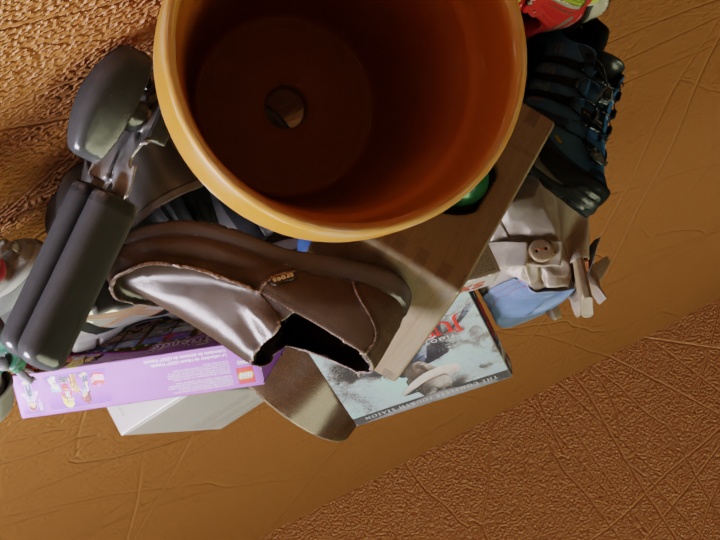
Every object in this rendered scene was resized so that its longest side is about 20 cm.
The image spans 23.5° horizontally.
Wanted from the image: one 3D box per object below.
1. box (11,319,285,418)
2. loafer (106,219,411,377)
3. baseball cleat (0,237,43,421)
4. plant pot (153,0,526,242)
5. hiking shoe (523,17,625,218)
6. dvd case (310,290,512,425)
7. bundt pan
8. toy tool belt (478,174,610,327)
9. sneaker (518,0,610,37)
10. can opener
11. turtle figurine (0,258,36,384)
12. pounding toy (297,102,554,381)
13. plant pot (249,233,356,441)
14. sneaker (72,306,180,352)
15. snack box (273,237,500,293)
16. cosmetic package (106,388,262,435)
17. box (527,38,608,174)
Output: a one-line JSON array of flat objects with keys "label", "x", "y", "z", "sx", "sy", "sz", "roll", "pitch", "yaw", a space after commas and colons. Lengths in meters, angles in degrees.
[{"label": "box", "x": -0.159, "y": 0.064, "z": 1.373, "sx": 0.200, "sy": 0.039, "sz": 0.137, "roll": -9, "pitch": -165, "yaw": 12}, {"label": "loafer", "x": -0.069, "y": 0.021, "z": 1.091, "sx": 0.200, "sy": 0.071, "sz": 0.073, "roll": 9, "pitch": 153, "yaw": 2}, {"label": "baseball cleat", "x": -0.265, "y": 0.050, "z": 1.217, "sx": 0.200, "sy": 0.106, "sz": 0.070, "roll": -30, "pitch": -148, "yaw": 31}, {"label": "plant pot", "x": -0.027, "y": -0.110, "z": 1.002, "sx": 0.200, "sy": 0.200, "sz": 0.183, "roll": -27, "pitch": -178, "yaw": -15}, {"label": "hiking shoe", "x": 0.155, "y": -0.124, "z": 1.268, "sx": 0.074, "sy": 0.200, "sz": 0.087, "roll": 32, "pitch": 120, "yaw": -31}, {"label": "dvd case", "x": 0.028, "y": 0.047, "z": 1.406, "sx": 0.146, "sy": 0.022, "sz": 0.200, "roll": -18, "pitch": 139, "yaw": 10}, {"label": "bundt pan", "x": -0.129, "y": -0.053, "z": 1.187, "sx": 0.202, "sy": 0.076, "sz": 0.202, "roll": -30, "pitch": 166, "yaw": -8}, {"label": "toy tool belt", "x": 0.141, "y": 0.003, "z": 1.425, "sx": 0.125, "sy": 0.123, "sz": 0.200, "roll": -24, "pitch": 169, "yaw": -12}, {"label": "sneaker", "x": 0.135, "y": -0.209, "z": 1.208, "sx": 0.085, "sy": 0.077, "sz": 0.200, "roll": -24, "pitch": 166, "yaw": -5}, {"label": "can opener", "x": -0.170, "y": -0.039, "z": 1.049, "sx": 0.066, "sy": 0.053, "sz": 0.200, "roll": 22, "pitch": 90, "yaw": -35}, {"label": "turtle figurine", "x": -0.295, "y": 0.031, "z": 1.080, "sx": 0.150, "sy": 0.101, "sz": 0.200, "roll": -16, "pitch": 161, "yaw": 13}, {"label": "pounding toy", "x": 0.030, "y": -0.066, "z": 1.182, "sx": 0.184, "sy": 0.142, "sz": 0.200, "roll": -59, "pitch": 179, "yaw": -29}, {"label": "plant pot", "x": -0.014, "y": 0.015, "z": 1.529, "sx": 0.200, "sy": 0.187, "sz": 0.187, "roll": -47, "pitch": 163, "yaw": 12}, {"label": "sneaker", "x": -0.157, "y": 0.002, "z": 1.341, "sx": 0.200, "sy": 0.074, "sz": 0.080, "roll": -25, "pitch": 164, "yaw": -23}, {"label": "snack box", "x": 0.000, "y": 0.000, "z": 1.274, "sx": 0.200, "sy": 0.072, "sz": 0.024, "roll": -15, "pitch": 159, "yaw": -20}, {"label": "cosmetic package", "x": -0.159, "y": 0.081, "z": 1.550, "sx": 0.085, "sy": 0.108, "sz": 0.200, "roll": -33, "pitch": 165, "yaw": 17}, {"label": "box", "x": 0.089, "y": -0.111, "z": 1.388, "sx": 0.122, "sy": 0.106, "sz": 0.200, "roll": -39, "pitch": 164, "yaw": 31}]
